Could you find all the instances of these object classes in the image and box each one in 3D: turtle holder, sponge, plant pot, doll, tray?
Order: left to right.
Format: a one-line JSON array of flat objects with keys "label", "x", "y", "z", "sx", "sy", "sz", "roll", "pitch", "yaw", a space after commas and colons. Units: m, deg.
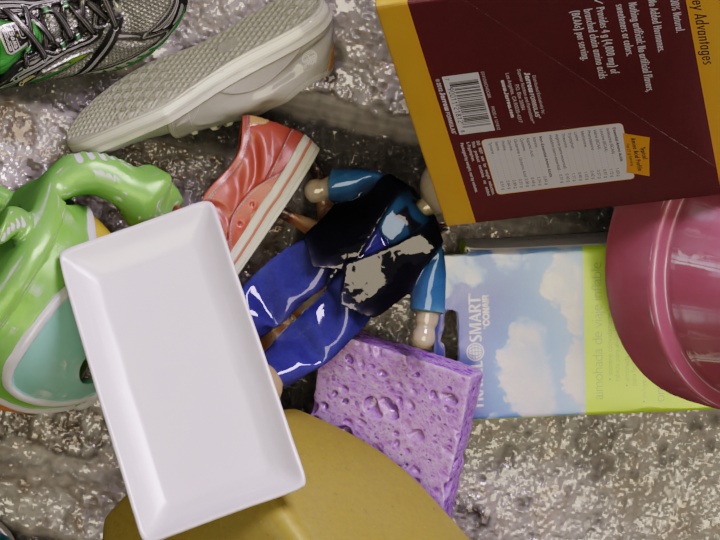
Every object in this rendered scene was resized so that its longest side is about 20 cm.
[{"label": "turtle holder", "x": -0.209, "y": 0.009, "z": 1.454, "sx": 0.131, "sy": 0.141, "sz": 0.187, "roll": 37, "pitch": 65, "yaw": -22}, {"label": "tray", "x": -0.112, "y": 0.063, "z": 1.358, "sx": 0.106, "sy": 0.022, "sz": 0.202, "roll": -19, "pitch": 69, "yaw": -1}, {"label": "plant pot", "x": -0.056, "y": 0.202, "z": 1.429, "sx": 0.196, "sy": 0.194, "sz": 0.201, "roll": -45, "pitch": 67, "yaw": 25}, {"label": "doll", "x": 0.000, "y": 0.000, "z": 1.439, "sx": 0.200, "sy": 0.048, "sz": 0.137, "roll": -42, "pitch": 84, "yaw": -4}, {"label": "sponge", "x": 0.011, "y": 0.148, "z": 1.503, "sx": 0.111, "sy": 0.030, "sz": 0.202, "roll": 17, "pitch": 107, "yaw": 19}, {"label": "plant pot", "x": 0.285, "y": 0.002, "z": 1.398, "sx": 0.198, "sy": 0.179, "sz": 0.202, "roll": -7, "pitch": 103, "yaw": -32}]

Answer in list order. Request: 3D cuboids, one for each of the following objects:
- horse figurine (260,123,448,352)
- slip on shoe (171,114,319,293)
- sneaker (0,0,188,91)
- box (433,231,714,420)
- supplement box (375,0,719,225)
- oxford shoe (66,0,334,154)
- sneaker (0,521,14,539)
[{"label": "horse figurine", "x": -0.051, "y": 0.001, "z": 1.489, "sx": 0.132, "sy": 0.050, "sz": 0.200, "roll": 41, "pitch": 94, "yaw": -5}, {"label": "slip on shoe", "x": -0.104, "y": -0.015, "z": 1.430, "sx": 0.061, "sy": 0.074, "sz": 0.201, "roll": 34, "pitch": 85, "yaw": -4}, {"label": "sneaker", "x": -0.207, "y": -0.153, "z": 1.433, "sx": 0.198, "sy": 0.085, "sz": 0.079, "roll": -20, "pitch": 102, "yaw": 2}, {"label": "box", "x": 0.147, "y": 0.037, "z": 1.503, "sx": 0.198, "sy": 0.048, "sz": 0.123, "roll": -3, "pitch": 101, "yaw": 0}, {"label": "supplement box", "x": 0.130, "y": -0.151, "z": 1.337, "sx": 0.198, "sy": 0.134, "sz": 0.198, "roll": -6, "pitch": 138, "yaw": 13}, {"label": "oxford shoe", "x": -0.102, "y": -0.117, "z": 1.455, "sx": 0.199, "sy": 0.075, "sz": 0.058, "roll": -25, "pitch": 125, "yaw": 4}, {"label": "sneaker", "x": -0.276, "y": 0.224, "z": 1.515, "sx": 0.080, "sy": 0.077, "sz": 0.202, "roll": -10, "pitch": 104, "yaw": -2}]
